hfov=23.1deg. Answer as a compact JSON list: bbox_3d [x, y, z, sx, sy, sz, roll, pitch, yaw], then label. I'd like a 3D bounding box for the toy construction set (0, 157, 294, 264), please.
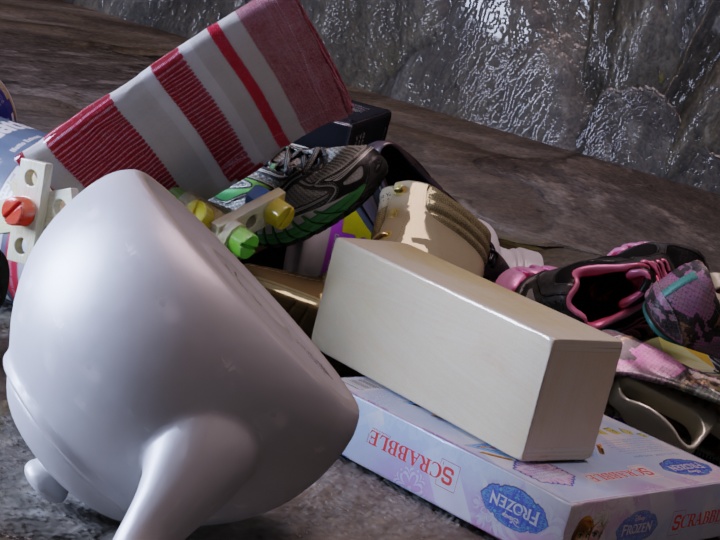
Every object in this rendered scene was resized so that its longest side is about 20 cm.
[{"bbox_3d":[-0.139,-0.003,1.105,0.200,0.131,0.092,8,24,-44],"label":"toy construction set"}]

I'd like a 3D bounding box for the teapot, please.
[{"bbox_3d":[-0.108,0.056,0.876,0.197,0.146,0.200,48,2,13],"label":"teapot"}]

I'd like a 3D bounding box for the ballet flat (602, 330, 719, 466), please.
[{"bbox_3d":[0.237,0.105,1.211,0.199,0.069,0.071,22,43,-2],"label":"ballet flat"}]

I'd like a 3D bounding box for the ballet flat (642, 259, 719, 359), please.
[{"bbox_3d":[0.283,0.038,1.273,0.200,0.071,0.069,22,39,-44],"label":"ballet flat"}]

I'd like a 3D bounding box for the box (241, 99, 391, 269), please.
[{"bbox_3d":[-0.053,-0.081,1.587,0.104,0.149,0.200,16,10,8],"label":"box"}]

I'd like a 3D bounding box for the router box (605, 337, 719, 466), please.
[{"bbox_3d":[0.256,0.097,1.357,0.157,0.052,0.200,15,11,0],"label":"router box"}]

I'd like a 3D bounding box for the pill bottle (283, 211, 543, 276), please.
[{"bbox_3d":[0.043,-0.001,1.426,0.199,0.105,0.104,12,11,-11],"label":"pill bottle"}]

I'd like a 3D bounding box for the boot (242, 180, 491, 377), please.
[{"bbox_3d":[0.000,0.000,1.249,0.199,0.073,0.156,16,50,-11],"label":"boot"}]

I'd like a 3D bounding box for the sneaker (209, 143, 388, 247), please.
[{"bbox_3d":[-0.072,-0.065,1.225,0.199,0.085,0.078,-5,24,32],"label":"sneaker"}]

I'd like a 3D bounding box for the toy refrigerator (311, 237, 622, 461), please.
[{"bbox_3d":[0.063,0.045,1.087,0.070,0.076,0.200,4,14,-41],"label":"toy refrigerator"}]

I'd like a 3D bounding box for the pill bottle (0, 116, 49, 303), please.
[{"bbox_3d":[-0.265,-0.050,1.224,0.199,0.120,0.119,20,12,24],"label":"pill bottle"}]

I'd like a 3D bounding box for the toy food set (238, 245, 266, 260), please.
[{"bbox_3d":[-0.139,-0.050,1.391,0.199,0.049,0.198,-16,24,-7],"label":"toy food set"}]

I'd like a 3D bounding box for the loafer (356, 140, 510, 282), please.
[{"bbox_3d":[0.062,-0.015,1.346,0.200,0.072,0.063,50,-20,1],"label":"loafer"}]

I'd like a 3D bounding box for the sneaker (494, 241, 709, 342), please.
[{"bbox_3d":[0.195,0.016,1.292,0.199,0.079,0.095,-13,-5,-35],"label":"sneaker"}]

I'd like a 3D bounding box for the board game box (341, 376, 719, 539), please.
[{"bbox_3d":[0.104,0.116,1.093,0.199,0.041,0.200,24,14,39],"label":"board game box"}]

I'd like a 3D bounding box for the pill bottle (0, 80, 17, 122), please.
[{"bbox_3d":[-0.341,-0.104,1.402,0.115,0.116,0.200,13,12,-7],"label":"pill bottle"}]

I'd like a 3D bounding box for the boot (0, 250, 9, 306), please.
[{"bbox_3d":[-0.336,-0.017,1.092,0.203,0.074,0.154,4,13,-42],"label":"boot"}]

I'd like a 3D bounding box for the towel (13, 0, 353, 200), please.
[{"bbox_3d":[-0.107,-0.090,1.130,0.023,0.200,0.144,57,0,30],"label":"towel"}]
